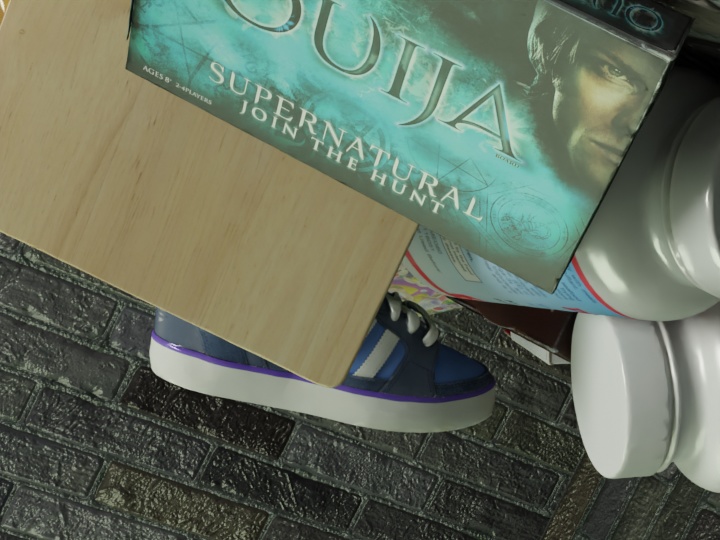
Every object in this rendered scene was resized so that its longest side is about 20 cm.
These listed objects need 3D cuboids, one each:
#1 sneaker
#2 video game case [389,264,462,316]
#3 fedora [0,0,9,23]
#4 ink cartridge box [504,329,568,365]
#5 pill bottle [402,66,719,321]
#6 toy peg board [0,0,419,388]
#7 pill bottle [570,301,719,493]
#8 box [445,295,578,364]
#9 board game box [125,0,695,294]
[{"bbox_3d":[-0.006,-0.001,0.812,0.200,0.147,0.081,10,-168,-18],"label":"sneaker"},{"bbox_3d":[0.000,0.000,0.924,0.200,0.018,0.143,-13,155,30],"label":"video game case"},{"bbox_3d":[-0.190,-0.162,0.986,0.082,0.201,0.201,-16,-157,-24],"label":"fedora"},{"bbox_3d":[0.212,0.014,1.108,0.200,0.084,0.176,-1,-175,-6],"label":"ink cartridge box"},{"bbox_3d":[0.106,-0.034,0.684,0.109,0.109,0.200,24,170,-35],"label":"pill bottle"},{"bbox_3d":[-0.053,-0.087,0.701,0.199,0.200,0.098,25,-160,0],"label":"toy peg board"},{"bbox_3d":[0.208,0.047,0.738,0.200,0.112,0.112,-5,-172,-8],"label":"pill bottle"},{"bbox_3d":[0.154,0.032,0.854,0.200,0.075,0.100,25,-178,-37],"label":"box"},{"bbox_3d":[0.008,-0.084,0.580,0.200,0.028,0.135,27,142,7],"label":"board game box"}]
